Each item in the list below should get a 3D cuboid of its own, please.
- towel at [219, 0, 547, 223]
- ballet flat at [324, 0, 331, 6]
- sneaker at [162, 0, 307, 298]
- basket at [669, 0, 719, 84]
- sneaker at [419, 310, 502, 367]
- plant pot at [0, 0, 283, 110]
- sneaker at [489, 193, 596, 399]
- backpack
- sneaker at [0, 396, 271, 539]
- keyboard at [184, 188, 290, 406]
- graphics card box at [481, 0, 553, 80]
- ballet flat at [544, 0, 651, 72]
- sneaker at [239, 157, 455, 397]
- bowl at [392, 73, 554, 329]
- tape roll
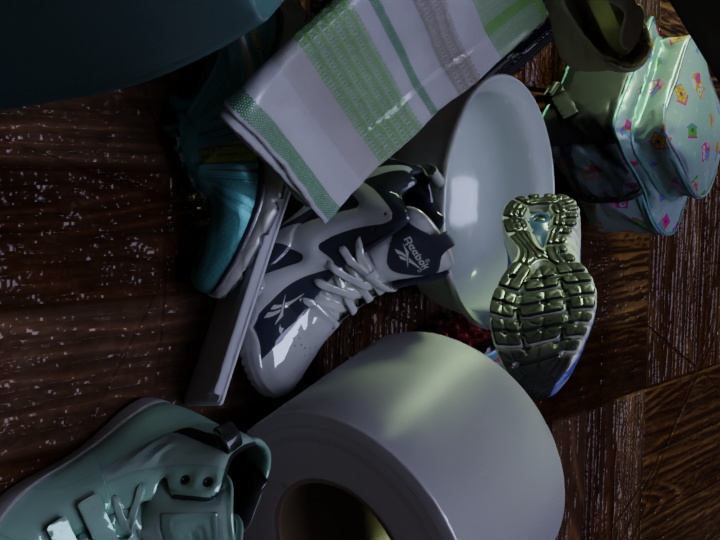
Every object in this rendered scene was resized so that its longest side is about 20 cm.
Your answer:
[{"bbox_3d":[0.022,-0.123,0.707,0.200,0.031,0.149,-41,154,2],"label":"towel"},{"bbox_3d":[-0.005,-0.163,0.843,0.201,0.046,0.068,-72,146,-46],"label":"ballet flat"},{"bbox_3d":[-0.090,-0.084,0.773,0.079,0.077,0.202,7,94,-21],"label":"sneaker"},{"bbox_3d":[0.224,-0.227,0.695,0.200,0.180,0.136,49,44,-1],"label":"basket"},{"bbox_3d":[0.069,0.106,1.010,0.199,0.079,0.096,-34,130,-38],"label":"sneaker"},{"bbox_3d":[-0.118,-0.178,0.598,0.142,0.198,0.142,-56,135,-34],"label":"plant pot"},{"bbox_3d":[0.141,0.029,0.900,0.201,0.078,0.090,-74,158,-51],"label":"sneaker"},{"bbox_3d":[0.281,-0.134,1.205,0.201,0.152,0.177,61,42,-46],"label":"backpack"},{"bbox_3d":[-0.135,0.149,0.678,0.200,0.117,0.074,-47,131,-40],"label":"sneaker"},{"bbox_3d":[-0.075,-0.006,0.801,0.011,0.056,0.202,24,72,-22],"label":"keyboard"},{"bbox_3d":[0.108,-0.207,0.959,0.199,0.125,0.051,-14,68,-56],"label":"graphics card box"},{"bbox_3d":[0.142,-0.191,0.750,0.200,0.069,0.070,48,56,-53],"label":"ballet flat"},{"bbox_3d":[0.000,0.000,0.840,0.080,0.129,0.200,53,52,-40],"label":"sneaker"},{"bbox_3d":[0.078,-0.056,0.973,0.200,0.090,0.203,-9,101,-56],"label":"bowl"},{"bbox_3d":[0.024,0.161,0.830,0.139,0.201,0.205,-31,118,-49],"label":"tape roll"}]
